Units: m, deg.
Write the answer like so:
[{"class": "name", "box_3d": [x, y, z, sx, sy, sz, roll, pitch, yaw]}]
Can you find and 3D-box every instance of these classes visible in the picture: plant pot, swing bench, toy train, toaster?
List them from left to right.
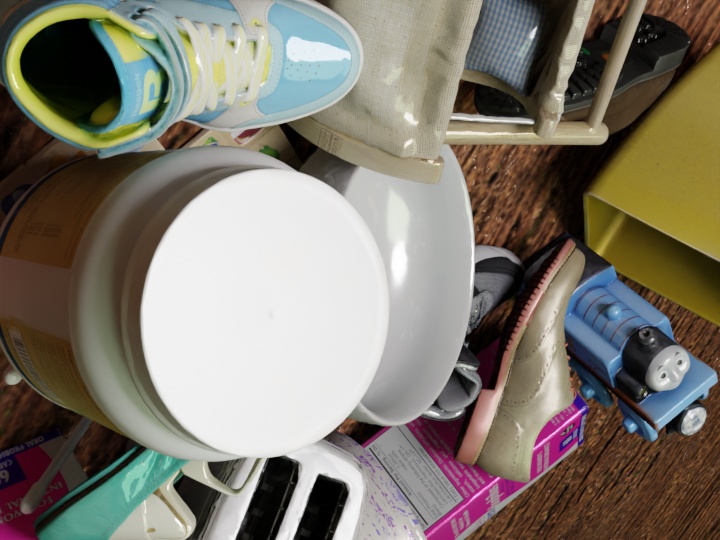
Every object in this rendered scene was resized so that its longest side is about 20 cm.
[{"class": "toaster", "box_3d": [-0.067, 0.179, 0.774, 0.113, 0.129, 0.202, 27, 71, -13]}, {"class": "swing bench", "box_3d": [0.064, -0.171, 0.665, 0.198, 0.130, 0.201, -16, 137, -32]}, {"class": "toy train", "box_3d": [0.214, 0.059, 0.989, 0.086, 0.200, 0.115, -37, 133, -7]}, {"class": "plant pot", "box_3d": [0.310, -0.065, 0.938, 0.178, 0.199, 0.200, -59, 164, -6]}]

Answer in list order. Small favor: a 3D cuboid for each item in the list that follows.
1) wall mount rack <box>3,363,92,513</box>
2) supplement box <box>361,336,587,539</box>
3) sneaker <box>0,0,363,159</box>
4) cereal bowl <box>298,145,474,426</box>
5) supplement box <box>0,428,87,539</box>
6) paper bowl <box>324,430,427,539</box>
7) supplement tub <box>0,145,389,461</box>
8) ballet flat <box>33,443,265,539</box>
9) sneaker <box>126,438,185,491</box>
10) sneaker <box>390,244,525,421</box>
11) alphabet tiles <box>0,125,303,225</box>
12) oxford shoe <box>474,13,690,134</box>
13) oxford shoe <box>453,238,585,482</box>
[{"class": "wall mount rack", "box_3d": [-0.145, 0.059, 0.729, 0.172, 0.075, 0.202, -18, 136, -28]}, {"class": "supplement box", "box_3d": [0.093, 0.159, 1.024, 0.199, 0.104, 0.101, -36, 155, -8]}, {"class": "sneaker", "box_3d": [-0.080, -0.093, 0.555, 0.197, 0.131, 0.081, -2, 111, -18]}, {"class": "cereal bowl", "box_3d": [0.000, 0.000, 0.777, 0.199, 0.082, 0.203, -9, 100, -58]}, {"class": "supplement box", "box_3d": [-0.196, 0.216, 0.740, 0.100, 0.200, 0.104, -20, 139, -29]}, {"class": "paper bowl", "box_3d": [-0.025, 0.240, 0.929, 0.104, 0.201, 0.202, -26, 141, -23]}, {"class": "supplement tub", "box_3d": [-0.090, 0.013, 0.573, 0.143, 0.199, 0.147, -3, 95, -33]}, {"class": "ballet flat", "box_3d": [-0.107, 0.118, 0.691, 0.200, 0.071, 0.067, -42, 173, 5]}, {"class": "sneaker", "box_3d": [-0.122, 0.199, 0.891, 0.098, 0.071, 0.202, -15, 124, -29]}, {"class": "sneaker", "box_3d": [0.072, 0.052, 0.908, 0.198, 0.114, 0.076, -19, 138, -31]}, {"class": "alphabet tiles", "box_3d": [-0.134, -0.038, 0.711, 0.199, 0.008, 0.168, -40, 144, -5]}, {"class": "oxford shoe", "box_3d": [0.161, -0.124, 0.855, 0.198, 0.073, 0.085, -18, 139, -31]}, {"class": "oxford shoe", "box_3d": [0.146, 0.074, 0.944, 0.070, 0.074, 0.202, -20, 134, -85]}]
